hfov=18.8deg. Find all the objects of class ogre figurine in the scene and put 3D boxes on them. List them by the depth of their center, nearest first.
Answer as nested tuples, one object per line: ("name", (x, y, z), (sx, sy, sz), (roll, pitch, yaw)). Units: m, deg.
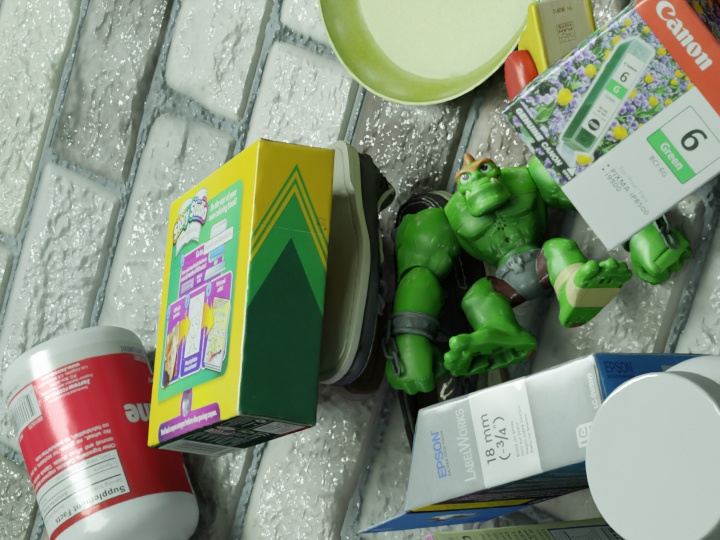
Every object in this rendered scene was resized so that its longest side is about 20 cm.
("ogre figurine", (0.096, -0.009, 1.387), (0.200, 0.098, 0.120), (-38, 55, 23))

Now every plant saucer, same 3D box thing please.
("plant saucer", (0.054, -0.211, 1.478), (0.199, 0.031, 0.202), (-2, 86, 39))

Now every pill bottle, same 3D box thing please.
("pill bottle", (0.218, 0.105, 1.216), (0.115, 0.199, 0.117), (-3, 85, 39))
("pill bottle", (-0.185, 0.152, 1.601), (0.112, 0.112, 0.201), (-34, 67, 33))

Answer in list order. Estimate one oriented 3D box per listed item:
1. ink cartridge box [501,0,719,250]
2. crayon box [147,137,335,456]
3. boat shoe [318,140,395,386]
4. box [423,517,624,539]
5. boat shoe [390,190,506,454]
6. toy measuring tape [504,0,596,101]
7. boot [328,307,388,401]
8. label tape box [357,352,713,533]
("ink cartridge box", (0.191, -0.113, 1.267), (0.200, 0.050, 0.109), (-37, 93, 30))
("crayon box", (-0.079, 0.023, 1.409), (0.200, 0.058, 0.174), (155, 122, -67))
("boat shoe", (0.000, 0.000, 1.417), (0.073, 0.063, 0.201), (-39, 34, 32))
("box", (0.078, 0.247, 1.323), (0.176, 0.199, 0.097), (-53, 58, 25))
("boat shoe", (0.052, 0.043, 1.442), (0.072, 0.065, 0.202), (-15, 77, 39))
("toy measuring tape", (0.118, -0.160, 1.359), (0.073, 0.073, 0.202), (-7, 99, 39))
("boot", (-0.050, 0.045, 1.508), (0.147, 0.070, 0.201), (-55, 38, 40))
("label tape box", (0.108, 0.106, 1.342), (0.199, 0.144, 0.064), (-21, 75, 36))
